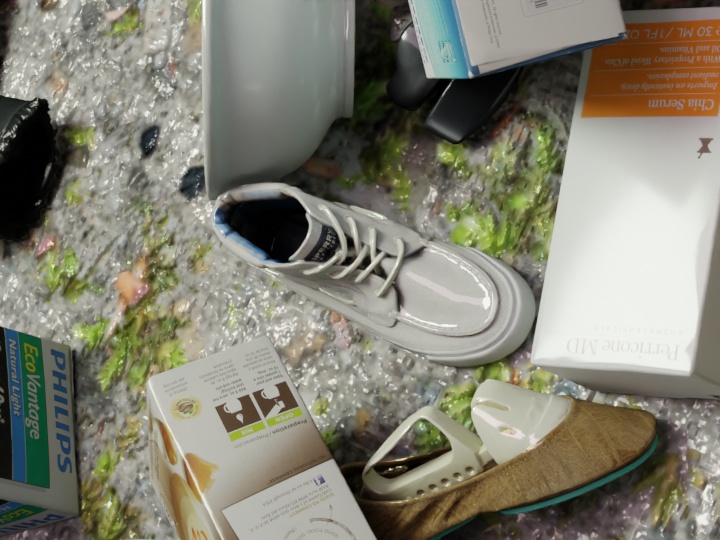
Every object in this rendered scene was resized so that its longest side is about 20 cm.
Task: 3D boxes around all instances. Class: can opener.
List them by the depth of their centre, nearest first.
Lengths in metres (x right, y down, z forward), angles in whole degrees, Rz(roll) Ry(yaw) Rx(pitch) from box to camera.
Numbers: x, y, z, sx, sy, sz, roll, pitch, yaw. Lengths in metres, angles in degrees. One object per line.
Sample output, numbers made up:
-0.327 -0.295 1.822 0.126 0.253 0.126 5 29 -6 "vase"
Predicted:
0.083 -0.175 1.195 0.200 0.079 0.063 -58 12 3 "can opener"

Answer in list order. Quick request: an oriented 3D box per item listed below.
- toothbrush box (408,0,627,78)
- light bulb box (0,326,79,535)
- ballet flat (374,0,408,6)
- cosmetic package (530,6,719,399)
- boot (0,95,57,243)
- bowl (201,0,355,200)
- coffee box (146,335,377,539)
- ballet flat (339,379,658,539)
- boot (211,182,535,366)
0.067 -0.181 1.061 0.085 0.200 0.147 -14 95 -4 "toothbrush box"
-0.323 0.110 1.308 0.198 0.200 0.125 -20 65 31 "light bulb box"
0.023 -0.246 1.231 0.067 0.046 0.200 -11 49 23 "ballet flat"
0.165 -0.036 1.067 0.101 0.071 0.200 2 77 38 "cosmetic package"
-0.279 -0.122 1.437 0.162 0.073 0.199 22 96 42 "boot"
-0.049 -0.142 1.222 0.090 0.201 0.201 1 72 -2 "bowl"
-0.047 0.155 1.120 0.080 0.114 0.200 -20 57 -17 "coffee box"
0.063 0.101 1.092 0.200 0.072 0.068 -24 17 33 "ballet flat"
0.000 0.000 1.165 0.200 0.096 0.074 16 85 40 "boot"
